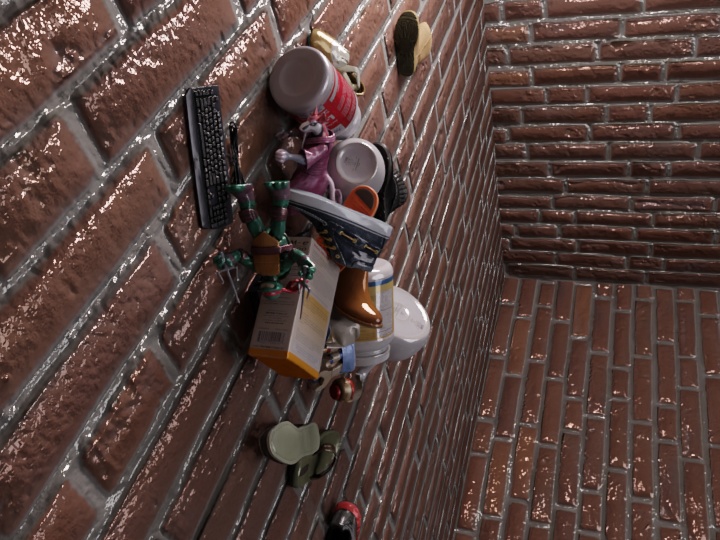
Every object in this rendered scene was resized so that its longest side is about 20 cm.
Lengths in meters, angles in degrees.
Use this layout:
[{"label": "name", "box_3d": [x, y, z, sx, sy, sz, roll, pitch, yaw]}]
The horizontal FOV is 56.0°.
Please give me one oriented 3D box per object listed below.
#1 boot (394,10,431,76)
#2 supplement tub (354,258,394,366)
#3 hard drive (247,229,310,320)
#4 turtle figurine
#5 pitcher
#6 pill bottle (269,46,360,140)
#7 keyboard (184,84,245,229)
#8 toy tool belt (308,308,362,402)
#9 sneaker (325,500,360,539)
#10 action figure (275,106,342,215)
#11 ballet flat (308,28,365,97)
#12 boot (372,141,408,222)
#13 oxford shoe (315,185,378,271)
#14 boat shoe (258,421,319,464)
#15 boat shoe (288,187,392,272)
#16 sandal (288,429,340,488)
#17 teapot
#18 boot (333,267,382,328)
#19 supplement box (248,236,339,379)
[{"label": "boot", "box_3d": [0.147, -0.636, 1.837, 0.201, 0.065, 0.177, -60, 159, -50]}, {"label": "supplement tub", "box_3d": [-0.001, 0.083, 1.413, 0.145, 0.143, 0.202, -34, 125, -65]}, {"label": "hard drive", "box_3d": [-0.132, 0.029, 1.190, 0.200, 0.042, 0.136, -58, 146, -52]}, {"label": "turtle figurine", "box_3d": [-0.140, -0.028, 0.996, 0.101, 0.148, 0.203, -94, 179, -83]}, {"label": "pitcher", "box_3d": [-0.023, -0.160, 1.328, 0.200, 0.120, 0.173, 129, -24, -81]}, {"label": "pill bottle", "box_3d": [-0.071, -0.303, 1.203, 0.200, 0.111, 0.114, 24, 71, -68]}, {"label": "keyboard", "box_3d": [-0.205, -0.166, 0.989, 0.127, 0.020, 0.202, -42, 133, -63]}, {"label": "toy tool belt", "box_3d": [-0.075, 0.165, 1.304, 0.122, 0.124, 0.203, -9, 100, -38]}, {"label": "sneaker", "box_3d": [-0.037, 0.624, 1.512, 0.098, 0.070, 0.203, -37, 125, -65]}, {"label": "action figure", "box_3d": [-0.078, -0.176, 1.142, 0.135, 0.147, 0.201, -89, -163, -49]}, {"label": "ballet flat", "box_3d": [-0.040, -0.410, 1.344, 0.200, 0.062, 0.069, 45, 51, -64]}, {"label": "boot", "box_3d": [0.059, -0.224, 1.620, 0.158, 0.079, 0.213, -47, 147, -51]}, {"label": "oxford shoe", "box_3d": [-0.027, -0.058, 1.212, 0.201, 0.071, 0.073, -53, 173, 9]}, {"label": "boat shoe", "box_3d": [-0.135, 0.305, 1.199, 0.201, 0.060, 0.073, 30, 54, -68]}, {"label": "boat shoe", "box_3d": [-0.047, -0.064, 1.118, 0.092, 0.199, 0.071, -66, -158, 8]}, {"label": "sandal", "box_3d": [-0.081, 0.386, 1.367, 0.201, 0.057, 0.081, -25, 117, -68]}, {"label": "teapot", "box_3d": [0.059, 0.140, 1.593, 0.198, 0.198, 0.147, 1, 138, -35]}, {"label": "boot", "box_3d": [0.000, 0.000, 1.267, 0.076, 0.200, 0.156, 11, 115, -44]}, {"label": "supplement box", "box_3d": [-0.104, 0.061, 1.101, 0.126, 0.073, 0.202, 50, 46, -59]}]
